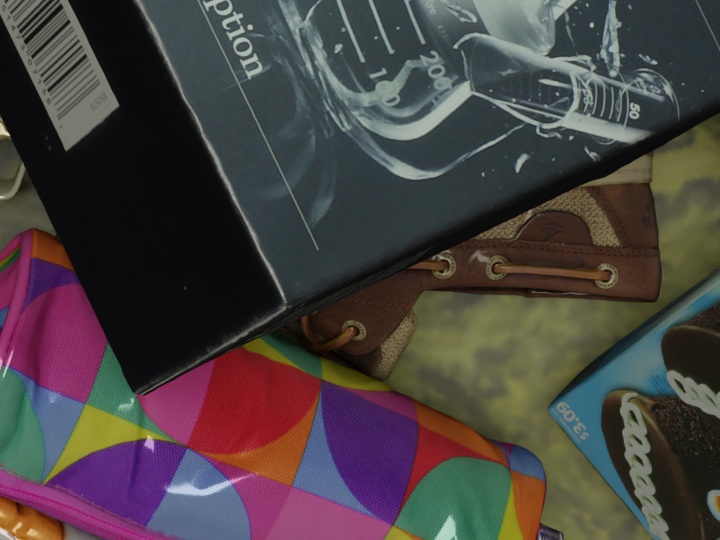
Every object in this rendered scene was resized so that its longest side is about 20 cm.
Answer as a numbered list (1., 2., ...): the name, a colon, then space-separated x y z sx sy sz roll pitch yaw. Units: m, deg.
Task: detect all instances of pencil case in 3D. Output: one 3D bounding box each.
1. pencil case: -0.035 0.060 0.822 0.199 0.088 0.089 25 91 -16

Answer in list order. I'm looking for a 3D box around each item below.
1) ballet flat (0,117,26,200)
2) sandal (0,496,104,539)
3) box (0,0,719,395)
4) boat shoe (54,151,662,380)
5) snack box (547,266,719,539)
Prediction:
1. ballet flat: -0.099 -0.055 0.867 0.198 0.071 0.066 4 117 4
2. sandal: -0.104 0.096 0.851 0.206 0.079 0.059 33 106 4
3. box: -0.014 -0.098 0.748 0.181 0.104 0.201 -25 88 -32
4. boat shoe: 0.000 0.000 0.856 0.198 0.072 0.073 -8 89 -5
5. snack box: 0.164 0.087 0.837 0.200 0.037 0.116 50 131 0
